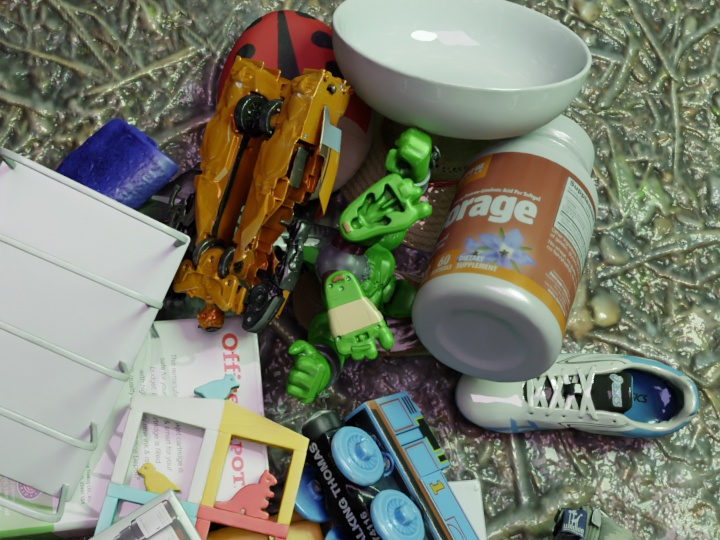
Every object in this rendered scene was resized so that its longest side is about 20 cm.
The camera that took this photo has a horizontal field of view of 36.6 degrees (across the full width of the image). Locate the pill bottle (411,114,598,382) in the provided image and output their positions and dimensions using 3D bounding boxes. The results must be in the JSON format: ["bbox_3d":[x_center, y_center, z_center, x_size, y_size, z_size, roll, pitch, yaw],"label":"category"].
[{"bbox_3d":[0.117,-0.025,0.827,0.111,0.113,0.201,22,54,1],"label":"pill bottle"}]

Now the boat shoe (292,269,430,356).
[{"bbox_3d":[0.044,0.036,0.896,0.198,0.063,0.074,3,82,1],"label":"boat shoe"}]

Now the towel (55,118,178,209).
[{"bbox_3d":[-0.237,-0.036,0.826,0.200,0.147,0.050,-44,114,-10],"label":"towel"}]

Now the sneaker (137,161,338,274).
[{"bbox_3d":[-0.110,-0.046,0.892,0.198,0.067,0.092,2,74,-4],"label":"sneaker"}]

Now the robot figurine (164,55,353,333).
[{"bbox_3d":[-0.076,-0.051,0.798,0.144,0.058,0.202,18,91,40],"label":"robot figurine"}]

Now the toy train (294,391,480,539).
[{"bbox_3d":[0.029,0.187,0.800,0.114,0.087,0.201,-9,62,-51],"label":"toy train"}]

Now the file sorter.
[{"bbox_3d":[-0.208,0.038,0.698,0.138,0.124,0.202,25,83,-12],"label":"file sorter"}]

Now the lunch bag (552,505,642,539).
[{"bbox_3d":[0.202,0.286,0.789,0.199,0.140,0.168,31,54,3],"label":"lunch bag"}]

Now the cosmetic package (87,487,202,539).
[{"bbox_3d":[-0.106,0.249,0.699,0.082,0.051,0.201,-31,82,-13],"label":"cosmetic package"}]

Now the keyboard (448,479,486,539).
[{"bbox_3d":[0.078,0.266,0.843,0.056,0.011,0.202,-1,72,-13],"label":"keyboard"}]

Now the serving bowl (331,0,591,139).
[{"bbox_3d":[0.072,-0.152,0.838,0.198,0.066,0.201,7,33,-4],"label":"serving bowl"}]

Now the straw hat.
[{"bbox_3d":[0.068,-0.120,0.929,0.199,0.085,0.203,2,71,-6],"label":"straw hat"}]

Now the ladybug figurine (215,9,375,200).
[{"bbox_3d":[-0.057,-0.149,0.906,0.134,0.072,0.201,-12,53,-3],"label":"ladybug figurine"}]

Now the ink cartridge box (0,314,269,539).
[{"bbox_3d":[-0.172,0.119,0.819,0.198,0.084,0.147,-4,73,-8],"label":"ink cartridge box"}]

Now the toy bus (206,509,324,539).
[{"bbox_3d":[-0.120,0.228,0.792,0.198,0.078,0.066,-16,74,-12],"label":"toy bus"}]

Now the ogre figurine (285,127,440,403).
[{"bbox_3d":[0.000,0.000,0.809,0.097,0.120,0.202,5,83,-2],"label":"ogre figurine"}]

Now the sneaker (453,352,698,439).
[{"bbox_3d":[0.174,0.097,0.878,0.198,0.073,0.073,2,73,-5],"label":"sneaker"}]

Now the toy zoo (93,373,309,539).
[{"bbox_3d":[-0.113,0.170,0.756,0.130,0.020,0.202,15,74,-4],"label":"toy zoo"}]
